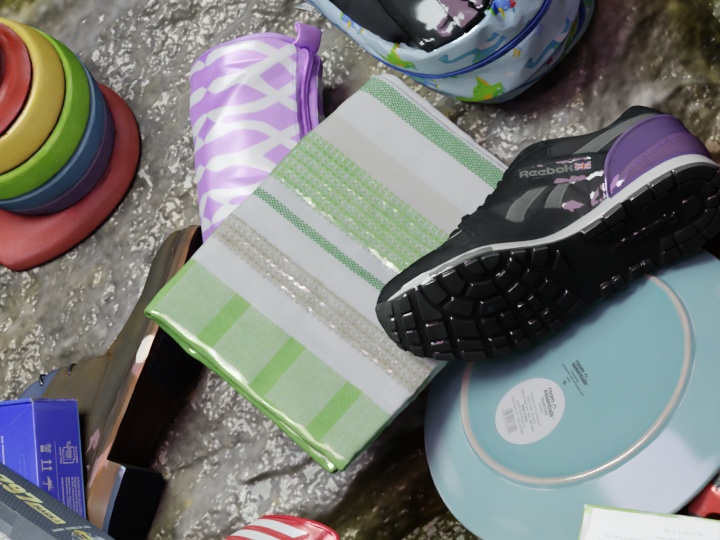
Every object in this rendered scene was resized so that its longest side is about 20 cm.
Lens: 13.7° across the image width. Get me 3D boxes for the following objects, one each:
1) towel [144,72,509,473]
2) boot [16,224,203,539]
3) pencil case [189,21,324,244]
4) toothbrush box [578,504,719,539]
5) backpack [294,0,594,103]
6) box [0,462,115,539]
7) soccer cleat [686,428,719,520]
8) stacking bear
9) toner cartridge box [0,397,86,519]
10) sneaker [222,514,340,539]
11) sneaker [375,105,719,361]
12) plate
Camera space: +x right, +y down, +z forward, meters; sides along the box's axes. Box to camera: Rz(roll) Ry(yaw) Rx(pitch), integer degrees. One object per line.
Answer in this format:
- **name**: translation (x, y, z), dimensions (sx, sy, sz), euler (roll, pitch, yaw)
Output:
- **towel**: translation (0.000, 0.000, 1.642), dimensions (0.149, 0.031, 0.200), euler (39, 70, 15)
- **boot**: translation (-0.152, 0.061, 1.720), dimensions (0.097, 0.075, 0.200), euler (13, 79, 23)
- **pencil case**: translation (-0.049, -0.036, 1.705), dimensions (0.085, 0.084, 0.200), euler (-30, 61, 39)
- **toothbrush box**: translation (0.197, 0.185, 1.458), dimensions (0.146, 0.200, 0.086), euler (6, 75, 24)
- **backpack**: translation (0.042, -0.185, 1.702), dimensions (0.163, 0.154, 0.200), euler (-44, 40, 1)
- **box**: translation (-0.228, 0.205, 1.640), dimensions (0.158, 0.051, 0.200), euler (30, 104, 30)
- **soccer cleat**: translation (0.259, 0.119, 1.533), dimensions (0.200, 0.069, 0.085), euler (17, 84, 31)
- **stacking bear**: translation (-0.219, -0.097, 1.733), dimensions (0.114, 0.200, 0.122), euler (-21, 65, 15)
- **toner cartridge box**: translation (-0.200, 0.174, 1.679), dimensions (0.095, 0.043, 0.200), euler (-7, 85, 34)
- **sneaker**: translation (-0.037, 0.198, 1.602), dimensions (0.116, 0.078, 0.200), euler (-40, 44, 1)
- **sneaker**: translation (0.095, -0.022, 1.615), dimensions (0.200, 0.076, 0.088), euler (-24, 42, -6)
- **plate**: translation (0.119, 0.059, 1.606), dimensions (0.200, 0.026, 0.200), euler (-17, 51, 22)
